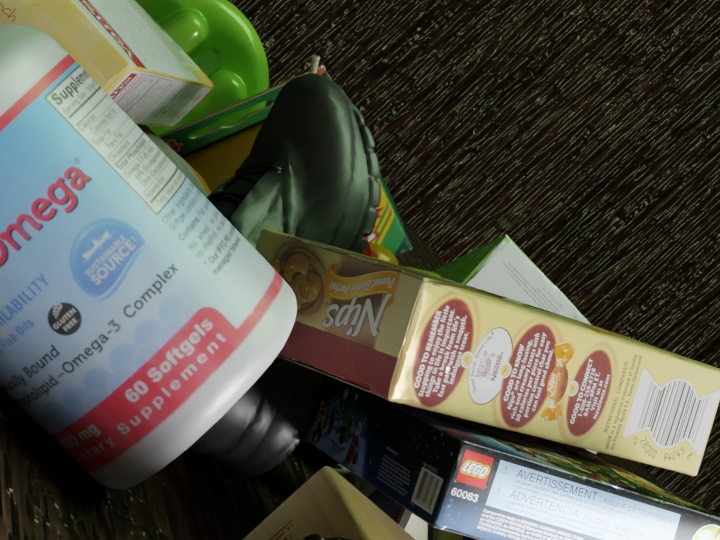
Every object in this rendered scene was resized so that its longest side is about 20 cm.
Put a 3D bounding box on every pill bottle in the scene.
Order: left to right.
[{"bbox_3d":[-0.126,-0.021,0.719,0.200,0.109,0.109,46,6,-10],"label":"pill bottle"}]

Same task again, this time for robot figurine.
[{"bbox_3d":[-0.116,-0.121,1.188,0.176,0.116,0.200,56,0,-7],"label":"robot figurine"}]

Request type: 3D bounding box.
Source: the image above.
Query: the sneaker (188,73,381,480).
[{"bbox_3d":[-0.052,-0.008,0.882,0.091,0.200,0.076,28,-25,-33],"label":"sneaker"}]

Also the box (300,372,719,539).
[{"bbox_3d":[0.059,0.089,0.845,0.136,0.038,0.200,18,1,-22],"label":"box"}]

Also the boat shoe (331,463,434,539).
[{"bbox_3d":[0.003,0.129,0.901,0.062,0.071,0.200,5,8,4],"label":"boat shoe"}]

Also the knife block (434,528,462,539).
[{"bbox_3d":[0.050,0.165,0.979,0.176,0.064,0.200,50,7,32],"label":"knife block"}]

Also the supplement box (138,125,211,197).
[{"bbox_3d":[-0.150,-0.053,0.931,0.200,0.074,0.126,43,7,-35],"label":"supplement box"}]

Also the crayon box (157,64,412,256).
[{"bbox_3d":[-0.050,-0.040,1.132,0.200,0.127,0.051,57,10,-67],"label":"crayon box"}]

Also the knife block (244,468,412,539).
[{"bbox_3d":[0.019,0.163,0.695,0.200,0.064,0.176,44,7,-34],"label":"knife block"}]

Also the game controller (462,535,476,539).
[{"bbox_3d":[0.110,0.157,0.944,0.104,0.042,0.200,49,6,20],"label":"game controller"}]

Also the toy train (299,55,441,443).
[{"bbox_3d":[0.000,0.000,0.991,0.116,0.200,0.085,19,-10,-39],"label":"toy train"}]

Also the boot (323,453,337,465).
[{"bbox_3d":[-0.044,0.040,1.120,0.174,0.069,0.200,42,8,-32],"label":"boot"}]

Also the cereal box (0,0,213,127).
[{"bbox_3d":[-0.148,-0.133,0.913,0.144,0.040,0.200,47,7,2],"label":"cereal box"}]

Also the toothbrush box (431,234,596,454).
[{"bbox_3d":[0.083,0.074,1.313,0.146,0.086,0.200,47,-23,-7],"label":"toothbrush box"}]

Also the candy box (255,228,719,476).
[{"bbox_3d":[0.056,0.038,0.844,0.200,0.055,0.115,18,-1,-40],"label":"candy box"}]
